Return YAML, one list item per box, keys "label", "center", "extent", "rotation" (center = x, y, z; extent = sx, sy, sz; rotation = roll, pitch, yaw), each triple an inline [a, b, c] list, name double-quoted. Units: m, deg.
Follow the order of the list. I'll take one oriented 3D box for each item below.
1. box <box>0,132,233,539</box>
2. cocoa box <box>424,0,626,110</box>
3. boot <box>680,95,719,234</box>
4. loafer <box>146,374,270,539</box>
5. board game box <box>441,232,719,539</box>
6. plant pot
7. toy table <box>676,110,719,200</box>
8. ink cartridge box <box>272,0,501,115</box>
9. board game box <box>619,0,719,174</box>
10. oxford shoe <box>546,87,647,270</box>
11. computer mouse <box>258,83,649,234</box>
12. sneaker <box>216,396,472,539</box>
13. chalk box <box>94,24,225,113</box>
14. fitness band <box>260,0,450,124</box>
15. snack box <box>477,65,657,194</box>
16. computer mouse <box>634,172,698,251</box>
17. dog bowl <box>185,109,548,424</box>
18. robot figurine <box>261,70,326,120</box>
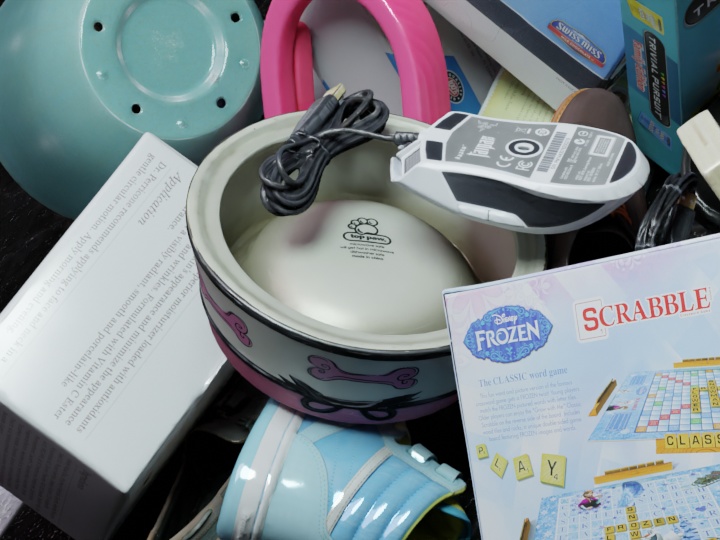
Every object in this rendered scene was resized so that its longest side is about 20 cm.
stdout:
- label: "box"
  center: [-0.153, 0.053, 1.170]
  extent: [0.200, 0.130, 0.200]
  rotation: [-54, -1, -24]
- label: "cocoa box"
  center: [0.110, -0.218, 1.092]
  extent: [0.133, 0.200, 0.131]
  rotation: [-47, -6, -29]
- label: "boot"
  center: [0.245, -0.127, 0.949]
  extent: [0.079, 0.158, 0.211]
  rotation: [37, 76, 22]
- label: "loafer"
  center: [-0.085, 0.124, 1.131]
  extent: [0.071, 0.063, 0.201]
  rotation: [-25, 31, 29]
- label: "board game box"
  center: [0.134, 0.090, 0.777]
  extent: [0.199, 0.202, 0.041]
  rotation: [-12, -5, 43]
- label: "plant pot"
  center: [-0.151, -0.138, 1.248]
  extent: [0.201, 0.200, 0.161]
  rotation: [-50, 13, -18]
- label: "toy table"
  center: [0.207, 0.007, 0.861]
  extent: [0.184, 0.117, 0.200]
  rotation: [-41, 28, 2]
- label: "ink cartridge box"
  center: [0.060, -0.182, 1.247]
  extent: [0.200, 0.147, 0.086]
  rotation: [-41, 16, -36]
- label: "board game box"
  center: [0.213, -0.156, 1.006]
  extent: [0.151, 0.200, 0.047]
  rotation: [-43, 63, -10]
- label: "oxford shoe"
  center: [0.135, -0.024, 1.002]
  extent: [0.073, 0.070, 0.202]
  rotation: [119, 159, -59]
- label: "computer mouse"
  center: [0.054, -0.050, 0.965]
  extent: [0.198, 0.044, 0.110]
  rotation: [11, 34, 18]
- label: "sneaker"
  center: [0.011, 0.097, 1.005]
  extent: [0.201, 0.129, 0.080]
  rotation: [-62, -10, -47]
- label: "chalk box"
  center: [-0.158, -0.119, 1.409]
  extent: [0.125, 0.199, 0.124]
  rotation: [-32, 24, 55]
- label: "fitness band"
  center: [-0.003, -0.098, 1.158]
  extent: [0.037, 0.202, 0.143]
  rotation: [-24, 27, -39]
- label: "snack box"
  center: [0.133, -0.089, 1.141]
  extent: [0.115, 0.037, 0.201]
  rotation: [7, 50, 26]
- label: "computer mouse"
  center: [0.147, 0.041, 0.923]
  extent: [0.034, 0.059, 0.202]
  rotation: [11, 73, 27]
- label: "dog bowl"
  center: [0.000, 0.000, 0.995]
  extent: [0.198, 0.074, 0.201]
  rotation: [6, 41, -5]
- label: "robot figurine"
  center: [-0.013, -0.111, 1.327]
  extent: [0.201, 0.112, 0.170]
  rotation: [-74, 7, -47]
